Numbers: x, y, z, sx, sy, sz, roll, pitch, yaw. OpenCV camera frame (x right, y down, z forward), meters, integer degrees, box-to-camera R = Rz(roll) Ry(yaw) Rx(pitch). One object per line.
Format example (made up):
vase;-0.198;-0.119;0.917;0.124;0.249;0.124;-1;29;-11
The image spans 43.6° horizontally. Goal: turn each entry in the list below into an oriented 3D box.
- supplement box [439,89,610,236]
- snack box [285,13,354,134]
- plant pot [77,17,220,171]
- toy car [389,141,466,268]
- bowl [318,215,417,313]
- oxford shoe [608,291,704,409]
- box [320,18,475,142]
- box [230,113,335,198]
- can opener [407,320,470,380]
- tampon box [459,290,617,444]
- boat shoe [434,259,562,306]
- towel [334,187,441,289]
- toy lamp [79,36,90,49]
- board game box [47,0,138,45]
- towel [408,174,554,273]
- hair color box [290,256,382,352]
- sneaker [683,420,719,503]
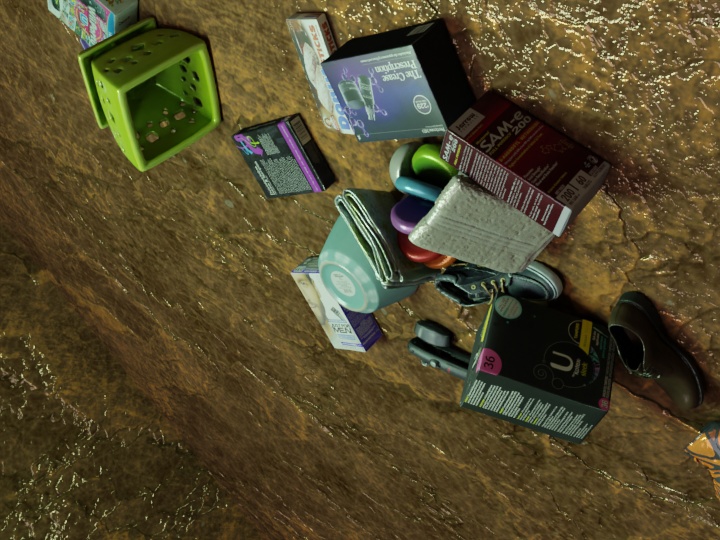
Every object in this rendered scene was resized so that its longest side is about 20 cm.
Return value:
supplement box;0.219;-0.147;1.206;0.199;0.109;0.061;35;149;17
snack box;-0.056;-0.313;1.439;0.072;0.024;0.201;13;135;42
plant pot;-0.402;-0.341;1.681;0.181;0.200;0.200;36;149;28
toy car;0.110;-0.090;1.366;0.174;0.150;0.201;23;142;35
bowl;0.000;0.000;1.655;0.200;0.105;0.202;31;146;24
oxford shoe;0.421;0.135;1.305;0.200;0.084;0.073;50;148;-7
box;0.054;-0.268;1.305;0.199;0.079;0.142;4;132;49
box;-0.146;-0.208;1.666;0.199;0.036;0.144;-2;124;51
can opener;0.174;0.169;1.673;0.199;0.063;0.079;31;146;26
tampon box;0.273;0.150;1.382;0.199;0.151;0.127;18;145;2
boat shoe;0.216;0.027;1.427;0.199;0.091;0.071;17;138;41
towel;0.048;-0.054;1.444;0.048;0.200;0.172;-33;79;21
toy lamp;-0.503;-0.408;1.861;0.200;0.058;0.058;53;149;-12
board game box;-0.523;-0.518;1.751;0.200;0.064;0.148;40;149;10
towel;0.184;-0.064;1.287;0.199;0.035;0.133;16;132;-25
hair color box;-0.048;0.069;1.837;0.109;0.065;0.201;1;125;52
sneaker;0.549;0.302;1.360;0.112;0.077;0.201;26;133;38
